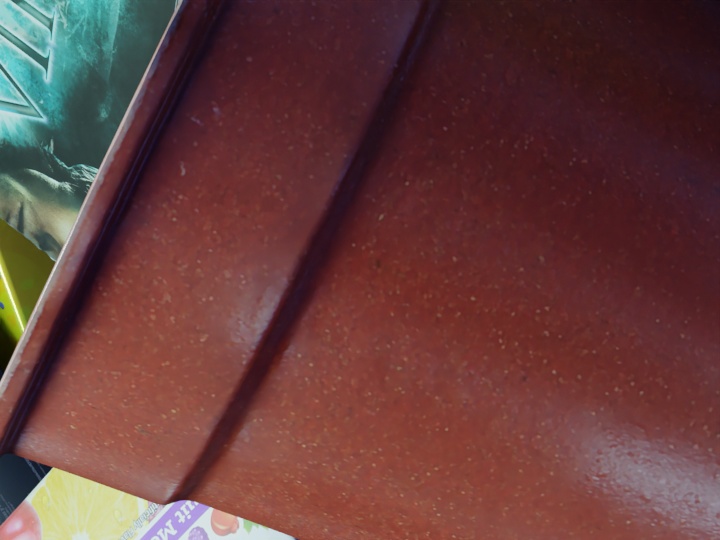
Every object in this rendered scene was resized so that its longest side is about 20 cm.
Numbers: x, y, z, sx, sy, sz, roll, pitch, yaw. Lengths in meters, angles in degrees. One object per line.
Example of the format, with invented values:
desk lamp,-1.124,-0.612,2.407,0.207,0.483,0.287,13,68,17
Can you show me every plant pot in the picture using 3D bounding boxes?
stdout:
plant pot,0.034,-0.002,0.687,0.195,0.201,0.201,26,134,-5

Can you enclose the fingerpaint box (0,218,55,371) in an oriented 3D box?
fingerpaint box,-0.129,0.035,1.033,0.167,0.073,0.200,-12,98,55

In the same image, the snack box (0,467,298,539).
snack box,-0.038,0.140,0.808,0.142,0.053,0.200,-48,57,21

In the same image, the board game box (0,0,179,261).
board game box,-0.095,-0.097,0.825,0.135,0.028,0.200,37,137,24

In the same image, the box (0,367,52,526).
box,-0.137,0.120,0.974,0.200,0.046,0.159,54,141,14
